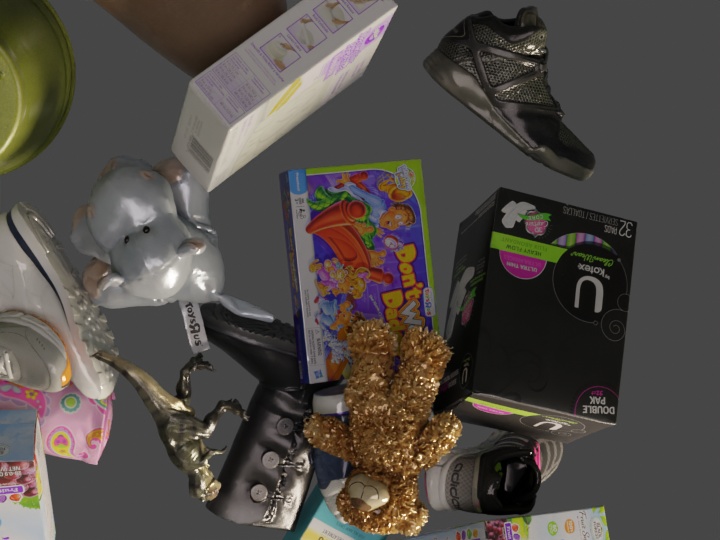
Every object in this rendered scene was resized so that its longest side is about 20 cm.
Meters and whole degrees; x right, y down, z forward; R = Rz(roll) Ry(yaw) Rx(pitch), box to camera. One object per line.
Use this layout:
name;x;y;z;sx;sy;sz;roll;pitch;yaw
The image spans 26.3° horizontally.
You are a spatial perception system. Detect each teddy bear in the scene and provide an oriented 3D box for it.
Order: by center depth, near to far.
teddy bear;0.022;0.144;1.412;0.144;0.067;0.202;25;94;5

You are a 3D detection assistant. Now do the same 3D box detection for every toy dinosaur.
toy dinosaur;-0.163;0.133;1.458;0.088;0.047;0.201;-36;115;-13

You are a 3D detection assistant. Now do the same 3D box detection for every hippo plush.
hippo plush;-0.201;-0.013;1.395;0.158;0.161;0.202;-23;88;11

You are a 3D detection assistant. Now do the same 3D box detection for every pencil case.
pencil case;-0.336;0.130;1.473;0.198;0.087;0.088;11;102;-9

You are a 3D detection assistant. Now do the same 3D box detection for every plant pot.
plant pot;-0.351;-0.161;1.342;0.198;0.193;0.203;-2;104;-8
plant pot;-0.153;-0.271;1.362;0.200;0.201;0.175;-37;124;2

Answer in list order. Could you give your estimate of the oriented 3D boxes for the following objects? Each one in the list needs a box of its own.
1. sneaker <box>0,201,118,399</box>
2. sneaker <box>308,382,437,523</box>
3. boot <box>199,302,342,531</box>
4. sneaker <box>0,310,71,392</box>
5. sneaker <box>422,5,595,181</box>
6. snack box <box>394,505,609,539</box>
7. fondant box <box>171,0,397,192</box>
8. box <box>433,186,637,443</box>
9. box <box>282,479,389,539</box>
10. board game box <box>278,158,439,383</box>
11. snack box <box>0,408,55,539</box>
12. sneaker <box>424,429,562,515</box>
sneaker;-0.298;0.038;1.455;0.080;0.076;0.201;-29;87;7
sneaker;0.044;0.177;1.515;0.198;0.080;0.148;-9;94;-29
boot;-0.111;0.148;1.526;0.163;0.066;0.202;18;105;-11
sneaker;-0.359;0.077;1.412;0.198;0.092;0.076;19;126;21
sneaker;0.167;-0.176;1.476;0.199;0.076;0.114;39;102;-10
snack box;0.127;0.271;1.500;0.141;0.200;0.054;-3;77;-31
fondant box;-0.070;-0.171;1.370;0.200;0.144;0.058;-40;85;-22
box;0.166;0.047;1.467;0.147;0.124;0.202;13;73;-11
box;-0.030;0.280;1.573;0.082;0.049;0.201;29;98;-14
board game box;0.000;0.000;1.476;0.133;0.045;0.202;-6;89;-15
snack box;-0.377;0.218;1.448;0.167;0.068;0.201;-1;137;-5
sneaker;0.152;0.200;1.518;0.199;0.087;0.075;-9;102;-49
